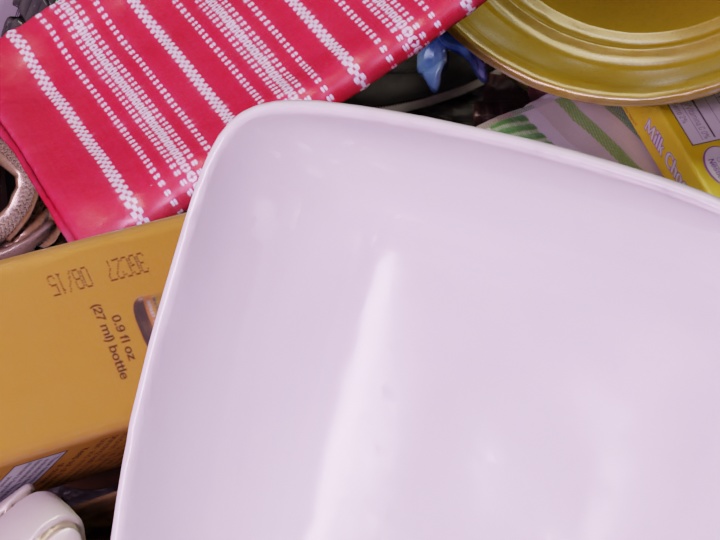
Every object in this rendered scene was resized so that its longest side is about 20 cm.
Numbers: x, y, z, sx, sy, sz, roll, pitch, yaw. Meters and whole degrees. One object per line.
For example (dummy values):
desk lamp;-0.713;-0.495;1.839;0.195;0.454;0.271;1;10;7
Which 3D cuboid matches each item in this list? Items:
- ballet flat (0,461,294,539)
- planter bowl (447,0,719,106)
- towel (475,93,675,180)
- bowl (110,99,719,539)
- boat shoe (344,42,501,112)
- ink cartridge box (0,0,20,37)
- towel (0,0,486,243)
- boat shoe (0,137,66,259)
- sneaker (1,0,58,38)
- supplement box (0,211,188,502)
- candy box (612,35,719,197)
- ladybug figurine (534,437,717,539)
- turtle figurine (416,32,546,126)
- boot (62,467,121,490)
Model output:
ballet flat;-0.081;0.086;0.894;0.199;0.063;0.069;-19;38;-32
planter bowl;0.109;-0.160;1.078;0.199;0.202;0.083;7;1;12
towel;0.084;0.002;1.033;0.153;0.023;0.199;46;40;18
bowl;0.035;0.062;0.830;0.199;0.202;0.075;15;4;25
boat shoe;-0.025;-0.103;1.265;0.199;0.057;0.067;-9;28;-17
ink cartridge box;-0.096;-0.172;1.136;0.144;0.200;0.085;-21;72;-26
towel;-0.039;-0.093;0.994;0.199;0.023;0.145;-35;39;-1
boat shoe;-0.136;-0.022;1.049;0.064;0.072;0.199;-1;0;45
sneaker;-0.062;-0.071;1.149;0.085;0.078;0.200;30;12;25
supplement box;-0.086;0.029;0.910;0.199;0.069;0.067;-16;75;-30
candy box;0.176;-0.020;1.063;0.102;0.026;0.201;-9;53;-23
ladybug figurine;0.103;0.048;0.910;0.135;0.072;0.201;-4;46;-26
turtle figurine;0.125;-0.124;1.184;0.193;0.201;0.144;35;7;15
boot;-0.154;0.032;1.003;0.199;0.071;0.146;-8;15;-40
